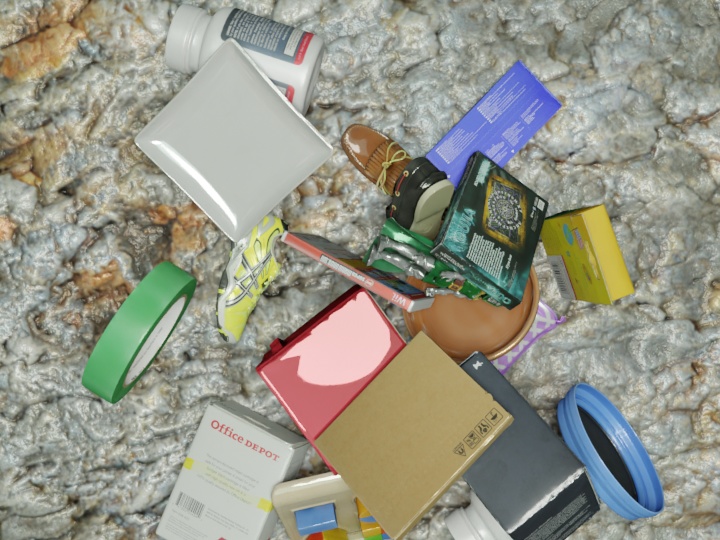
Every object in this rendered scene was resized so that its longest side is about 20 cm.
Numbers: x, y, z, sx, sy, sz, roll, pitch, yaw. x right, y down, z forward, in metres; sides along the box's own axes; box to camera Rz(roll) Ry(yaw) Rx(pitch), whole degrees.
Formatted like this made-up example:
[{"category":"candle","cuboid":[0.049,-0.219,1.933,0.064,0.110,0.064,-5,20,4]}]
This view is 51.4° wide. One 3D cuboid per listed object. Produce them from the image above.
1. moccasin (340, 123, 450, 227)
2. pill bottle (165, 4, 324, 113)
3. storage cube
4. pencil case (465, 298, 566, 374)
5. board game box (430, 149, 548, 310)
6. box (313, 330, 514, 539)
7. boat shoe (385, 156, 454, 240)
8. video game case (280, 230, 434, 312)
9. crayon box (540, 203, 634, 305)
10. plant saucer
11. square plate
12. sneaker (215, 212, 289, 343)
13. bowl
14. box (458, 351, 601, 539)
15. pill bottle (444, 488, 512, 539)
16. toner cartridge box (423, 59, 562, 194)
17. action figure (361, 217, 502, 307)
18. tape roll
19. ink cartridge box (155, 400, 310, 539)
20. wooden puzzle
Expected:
[{"category":"moccasin","cuboid":[0.054,-0.136,1.082,0.074,0.078,0.202,-42,93,-1]},{"category":"pill bottle","cuboid":[-0.160,-0.296,1.042,0.199,0.120,0.120,18,91,-2]},{"category":"storage cube","cuboid":[-0.017,0.143,1.042,0.179,0.171,0.200,-38,92,-2]},{"category":"pencil case","cuboid":[0.199,0.115,1.091,0.200,0.084,0.085,-47,56,1]},{"category":"board game box","cuboid":[0.180,-0.060,1.016,0.135,0.028,0.201,35,50,-10]},{"category":"box","cuboid":[0.060,0.195,0.909,0.200,0.021,0.163,-46,57,-1]},{"category":"boat shoe","cuboid":[0.071,-0.075,1.034,0.073,0.202,0.063,-26,65,-27]},{"category":"video game case","cuboid":[0.000,0.000,1.027,0.199,0.143,0.018,29,97,14]},{"category":"crayon box","cuboid":[0.312,-0.021,1.035,0.050,0.200,0.128,-20,93,-2]},{"category":"plant saucer","cuboid":[0.158,0.042,1.072,0.199,0.037,0.201,-9,64,19]},{"category":"square plate","cuboid":[-0.169,-0.170,1.007,0.200,0.028,0.198,-40,104,18]},{"category":"sneaker","cuboid":[-0.158,0.010,1.080,0.076,0.075,0.201,13,92,-1]},{"category":"bowl","cuboid":[0.349,0.255,1.052,0.039,0.201,0.201,-40,93,25]},{"category":"box","cuboid":[0.190,0.241,0.962,0.124,0.197,0.200,-38,53,-3]},{"category":"pill bottle","cuboid":[0.228,0.341,1.082,0.200,0.120,0.120,-36,93,0]},{"category":"toner cartridge box","cuboid":[0.192,-0.203,1.104,0.200,0.043,0.095,-45,92,-1]},{"category":"action figure","cuboid":[0.109,0.003,1.010,0.199,0.118,0.055,20,62,-9]},{"category":"tape roll","cuboid":[-0.297,0.083,1.014,0.048,0.200,0.201,32,90,-3]},{"category":"ink cartridge box","cuboid":[-0.178,0.307,1.067,0.144,0.083,0.201,24,91,15]},{"category":"wooden puzzle","cuboid":[-0.018,0.349,1.054,0.184,0.046,0.201,-12,137,-2]}]
